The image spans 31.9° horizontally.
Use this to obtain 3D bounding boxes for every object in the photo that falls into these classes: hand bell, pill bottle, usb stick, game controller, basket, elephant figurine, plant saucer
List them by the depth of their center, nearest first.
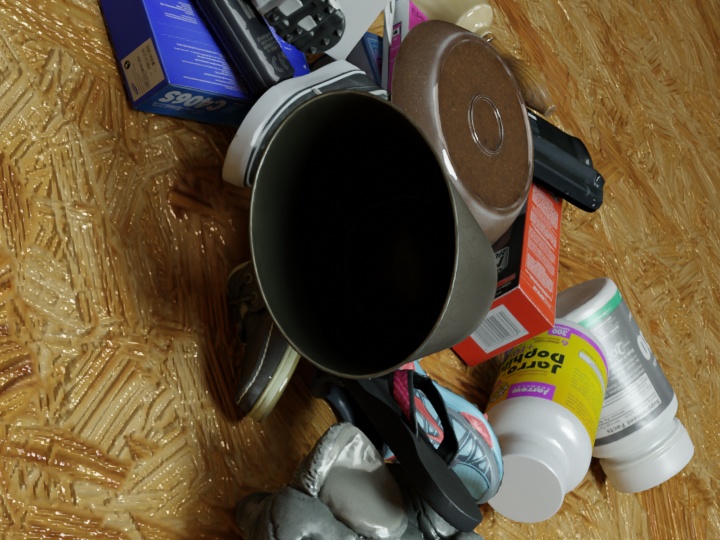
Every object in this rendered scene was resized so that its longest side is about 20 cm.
[{"bbox_3d":[-0.019,0.170,0.812,0.199,0.155,0.143,30,86,-35],"label":"elephant figurine"},{"bbox_3d":[0.022,-0.010,0.867,0.200,0.134,0.183,26,52,-72],"label":"basket"},{"bbox_3d":[-0.114,-0.223,0.972,0.201,0.032,0.055,58,23,-8],"label":"usb stick"},{"bbox_3d":[0.098,-0.122,1.090,0.199,0.034,0.203,20,65,-50],"label":"plant saucer"},{"bbox_3d":[0.166,0.137,1.153,0.105,0.104,0.201,54,31,-16],"label":"pill bottle"},{"bbox_3d":[0.161,-0.128,1.237,0.199,0.042,0.105,27,28,-31],"label":"game controller"},{"bbox_3d":[0.256,0.119,1.301,0.202,0.112,0.113,60,30,-8],"label":"pill bottle"},{"bbox_3d":[0.137,-0.233,1.320,0.104,0.104,0.201,7,41,-55],"label":"hand bell"}]

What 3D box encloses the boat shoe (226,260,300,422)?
[{"bbox_3d":[-0.067,0.018,0.921,0.065,0.072,0.202,26,49,-12],"label":"boat shoe"}]

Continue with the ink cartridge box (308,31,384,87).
[{"bbox_3d":[0.047,-0.138,1.205,0.199,0.076,0.138,3,65,-59],"label":"ink cartridge box"}]

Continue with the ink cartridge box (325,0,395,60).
[{"bbox_3d":[-0.036,-0.287,1.068,0.199,0.125,0.129,31,32,-18],"label":"ink cartridge box"}]

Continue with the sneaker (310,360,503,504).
[{"bbox_3d":[0.030,0.127,0.991,0.200,0.079,0.096,45,40,-14],"label":"sneaker"}]

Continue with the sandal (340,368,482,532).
[{"bbox_3d":[0.041,0.103,0.861,0.075,0.045,0.200,37,8,-32],"label":"sandal"}]

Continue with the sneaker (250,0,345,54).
[{"bbox_3d":[-0.083,-0.257,0.954,0.200,0.066,0.091,43,31,-38],"label":"sneaker"}]

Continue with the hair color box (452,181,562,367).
[{"bbox_3d":[0.138,-0.011,1.224,0.061,0.101,0.201,46,34,-24],"label":"hair color box"}]

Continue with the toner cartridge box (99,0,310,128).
[{"bbox_3d":[-0.113,-0.167,1.003,0.199,0.043,0.096,2,66,-57],"label":"toner cartridge box"}]

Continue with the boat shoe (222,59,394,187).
[{"bbox_3d":[-0.033,-0.106,0.980,0.068,0.074,0.199,30,29,14],"label":"boat shoe"}]

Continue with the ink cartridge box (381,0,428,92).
[{"bbox_3d":[0.058,-0.173,1.140,0.095,0.037,0.202,39,38,-38],"label":"ink cartridge box"}]
